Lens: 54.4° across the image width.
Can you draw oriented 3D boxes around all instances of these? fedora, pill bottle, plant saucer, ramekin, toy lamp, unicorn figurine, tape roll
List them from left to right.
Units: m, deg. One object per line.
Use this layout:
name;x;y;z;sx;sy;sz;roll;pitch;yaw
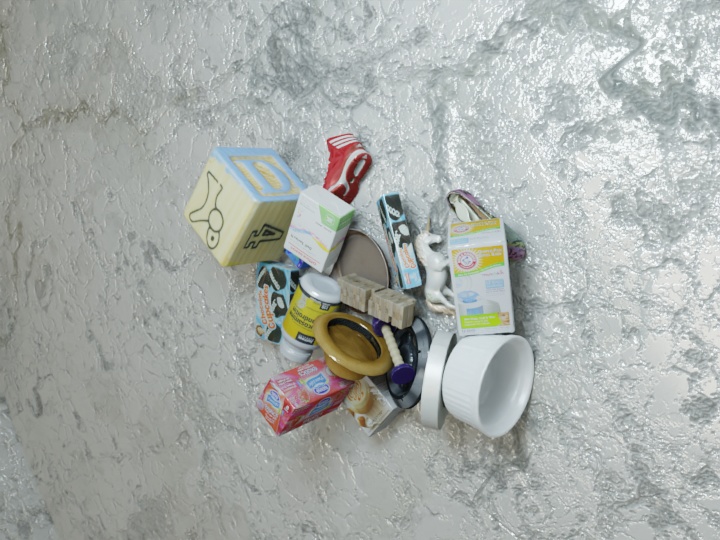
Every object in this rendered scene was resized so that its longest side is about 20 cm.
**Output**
pill bottle;-0.121;0.115;1.653;0.112;0.112;0.201;37;117;27
fedora;-0.026;0.178;1.546;0.200;0.200;0.082;42;122;24
plant saucer;0.000;0.000;1.615;0.199;0.032;0.202;19;117;42
toy lamp;0.065;0.157;1.511;0.058;0.058;0.201;-61;27;28
tape roll;0.163;0.223;1.438;0.037;0.203;0.205;9;105;16
unicorn figurine;0.170;0.002;1.471;0.137;0.074;0.202;17;106;30
ramekin;0.248;0.216;1.377;0.097;0.200;0.202;13;106;43

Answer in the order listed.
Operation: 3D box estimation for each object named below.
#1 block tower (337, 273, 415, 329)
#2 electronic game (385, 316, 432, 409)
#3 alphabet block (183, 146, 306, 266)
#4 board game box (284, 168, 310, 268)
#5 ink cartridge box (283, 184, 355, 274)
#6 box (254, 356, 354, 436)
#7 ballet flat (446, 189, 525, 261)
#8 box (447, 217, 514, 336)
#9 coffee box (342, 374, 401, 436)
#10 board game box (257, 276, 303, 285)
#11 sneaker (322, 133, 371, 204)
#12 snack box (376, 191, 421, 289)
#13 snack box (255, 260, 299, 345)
block tower;0.035;0.066;1.538;0.199;0.054;0.058;24;119;40
electronic game;0.105;0.199;1.525;0.200;0.041;0.202;-171;90;-69
alphabet block;-0.264;-0.152;1.648;0.196;0.196;0.201;50;124;24
board game box;-0.162;-0.128;1.724;0.200;0.045;0.153;48;123;22
ink cartridge box;-0.101;-0.080;1.603;0.117;0.067;0.201;33;128;16
box;-0.122;0.276;1.566;0.096;0.199;0.100;47;125;23
ballet flat;0.241;-0.088;1.401;0.200;0.071;0.069;48;120;21
box;0.231;0.012;1.346;0.111;0.102;0.201;-5;118;11
coffee box;0.007;0.269;1.642;0.200;0.079;0.115;49;123;20
board game box;-0.174;0.081;1.778;0.199;0.034;0.127;-3;97;38
sneaker;-0.051;-0.230;1.619;0.200;0.078;0.116;-49;52;33
snack box;0.081;-0.061;1.501;0.037;0.116;0.202;-14;89;-6
snack box;-0.211;0.082;1.760;0.115;0.037;0.202;14;108;35
